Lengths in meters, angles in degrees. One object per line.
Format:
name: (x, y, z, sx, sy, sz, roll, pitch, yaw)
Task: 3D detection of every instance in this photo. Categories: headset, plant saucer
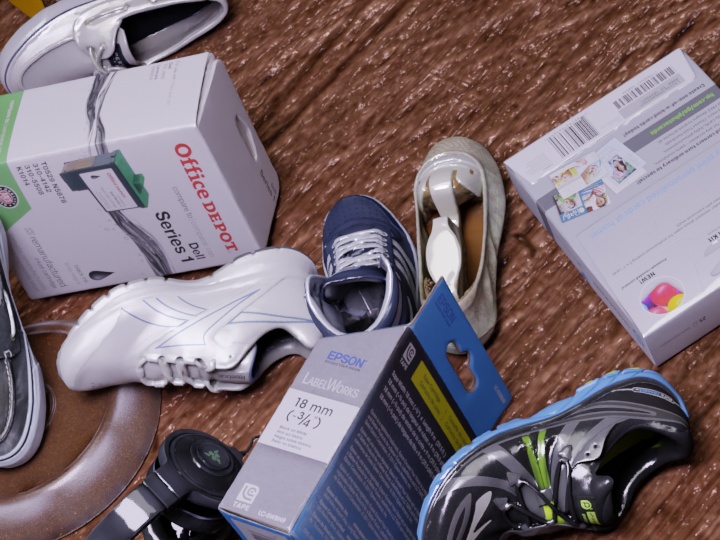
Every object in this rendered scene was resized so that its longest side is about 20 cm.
headset: (-0.101, 0.162, 1.525, 0.200, 0.124, 0.094, -36, 71, -29)
plant saucer: (-0.243, 0.112, 1.677, 0.199, 0.032, 0.201, -12, 50, 15)

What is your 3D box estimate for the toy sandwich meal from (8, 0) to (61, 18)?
toy sandwich meal: (-0.237, -0.273, 1.866, 0.205, 0.205, 0.070, -26, 64, 4)

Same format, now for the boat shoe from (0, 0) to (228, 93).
boat shoe: (-0.200, -0.188, 1.868, 0.199, 0.072, 0.066, -23, 43, -5)

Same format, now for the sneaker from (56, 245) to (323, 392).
sneaker: (-0.118, 0.048, 1.627, 0.199, 0.075, 0.087, -18, 56, -5)

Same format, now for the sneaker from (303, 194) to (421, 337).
sneaker: (0.000, 0.000, 1.599, 0.070, 0.109, 0.200, -19, 49, 9)

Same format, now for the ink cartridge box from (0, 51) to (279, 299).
ink cartridge box: (-0.179, -0.068, 1.706, 0.199, 0.146, 0.085, -10, 44, 18)

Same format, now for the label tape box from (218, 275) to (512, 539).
label tape box: (0.007, 0.117, 1.481, 0.063, 0.144, 0.200, 13, 60, 34)

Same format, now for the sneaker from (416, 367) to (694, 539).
sneaker: (0.124, 0.136, 1.462, 0.199, 0.071, 0.083, -30, 42, -4)

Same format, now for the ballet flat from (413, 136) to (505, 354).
ballet flat: (0.069, -0.033, 1.624, 0.067, 0.062, 0.200, -15, 49, 13)

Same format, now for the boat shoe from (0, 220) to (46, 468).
boat shoe: (-0.279, 0.043, 1.633, 0.072, 0.071, 0.201, -17, 77, 9)

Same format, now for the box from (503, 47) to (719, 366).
box: (0.214, -0.048, 1.585, 0.156, 0.041, 0.200, -34, 47, -3)
